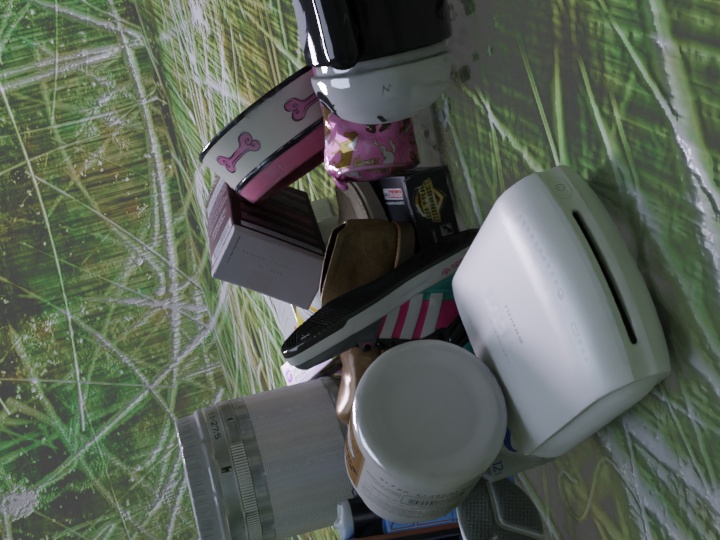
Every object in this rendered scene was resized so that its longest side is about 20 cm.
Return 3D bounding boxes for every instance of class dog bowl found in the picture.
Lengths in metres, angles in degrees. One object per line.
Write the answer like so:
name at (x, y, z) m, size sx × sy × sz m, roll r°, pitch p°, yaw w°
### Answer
dog bowl at (-0.063, -0.143, 1.060) m, size 0.074 × 0.200 × 0.200 m, roll 54°, pitch 166°, yaw -3°

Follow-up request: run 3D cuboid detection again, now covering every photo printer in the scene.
photo printer at (0.136, 0.032, 0.729) m, size 0.200 × 0.069 × 0.166 m, roll 110°, pitch 141°, yaw -67°

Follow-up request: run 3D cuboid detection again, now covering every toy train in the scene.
toy train at (0.065, 0.256, 0.996) m, size 0.087 × 0.200 × 0.114 m, roll 102°, pitch 159°, yaw -63°

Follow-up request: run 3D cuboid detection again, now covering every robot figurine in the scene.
robot figurine at (0.005, -0.217, 0.831) m, size 0.125 × 0.150 × 0.200 m, roll 14°, pitch 120°, yaw 58°

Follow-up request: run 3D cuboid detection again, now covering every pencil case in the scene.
pencil case at (-0.003, -0.177, 0.946) m, size 0.086 × 0.083 × 0.200 m, roll -11°, pitch 90°, yaw 37°

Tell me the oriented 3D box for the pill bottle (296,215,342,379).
pill bottle at (-0.020, 0.035, 1.226) m, size 0.200 × 0.112 × 0.112 m, roll 91°, pitch 158°, yaw -47°

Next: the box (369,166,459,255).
box at (0.054, -0.003, 1.043) m, size 0.200 × 0.050 × 0.199 m, roll -164°, pitch 58°, yaw -72°

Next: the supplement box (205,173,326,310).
supplement box at (-0.104, -0.042, 1.110) m, size 0.061 × 0.109 × 0.200 m, roll -63°, pitch 20°, yaw 19°

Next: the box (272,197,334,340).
box at (-0.065, 0.024, 1.408) m, size 0.124 × 0.097 × 0.200 m, roll 117°, pitch 135°, yaw -69°

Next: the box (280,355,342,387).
box at (-0.029, 0.084, 1.149) m, size 0.200 × 0.041 × 0.039 m, roll -44°, pitch 63°, yaw 51°

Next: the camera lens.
camera lens at (-0.089, 0.210, 1.135) m, size 0.160 × 0.200 × 0.160 m, roll 167°, pitch 90°, yaw -78°

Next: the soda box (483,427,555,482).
soda box at (0.104, 0.134, 0.968) m, size 0.200 × 0.063 × 0.068 m, roll -170°, pitch 65°, yaw -74°

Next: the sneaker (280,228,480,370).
sneaker at (0.042, 0.062, 0.895) m, size 0.121 × 0.200 × 0.084 m, roll 62°, pitch 178°, yaw -13°

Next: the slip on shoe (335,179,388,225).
slip on shoe at (0.000, 0.000, 1.026) m, size 0.076 × 0.061 × 0.200 m, roll -166°, pitch 60°, yaw -72°

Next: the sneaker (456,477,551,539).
sneaker at (0.147, 0.265, 0.899) m, size 0.200 × 0.070 × 0.080 m, roll 54°, pitch 169°, yaw 18°

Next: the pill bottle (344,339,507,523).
pill bottle at (0.045, 0.141, 0.838) m, size 0.200 × 0.114 × 0.114 m, roll 99°, pitch 151°, yaw -65°

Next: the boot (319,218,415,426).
boot at (-0.008, 0.048, 0.955) m, size 0.074 × 0.075 × 0.200 m, roll -138°, pitch 56°, yaw -69°
